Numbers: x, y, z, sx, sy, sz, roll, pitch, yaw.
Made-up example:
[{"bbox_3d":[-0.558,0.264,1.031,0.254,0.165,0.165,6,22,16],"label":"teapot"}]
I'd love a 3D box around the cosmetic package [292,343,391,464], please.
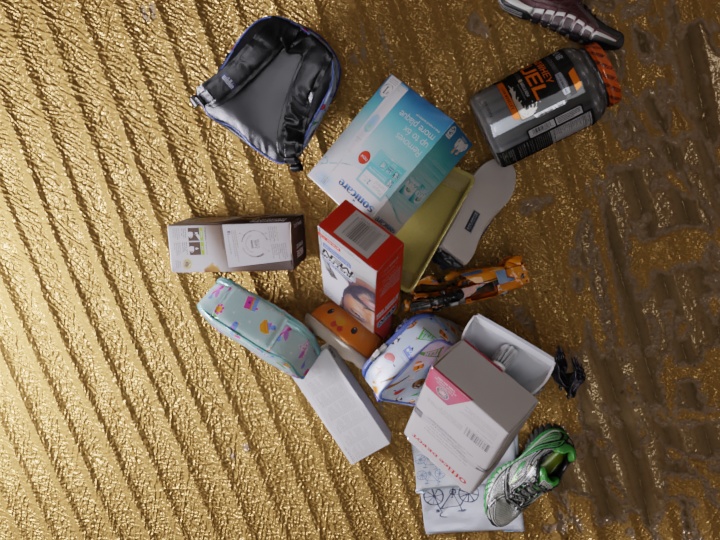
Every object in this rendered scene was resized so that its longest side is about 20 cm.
[{"bbox_3d":[-0.034,0.230,1.263,0.082,0.051,0.200,-31,97,10],"label":"cosmetic package"}]

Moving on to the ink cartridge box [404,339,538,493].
[{"bbox_3d":[0.160,0.224,1.101,0.146,0.083,0.200,39,143,21],"label":"ink cartridge box"}]

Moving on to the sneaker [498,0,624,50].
[{"bbox_3d":[0.314,-0.411,1.074,0.199,0.076,0.116,24,101,2],"label":"sneaker"}]

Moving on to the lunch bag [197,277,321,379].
[{"bbox_3d":[-0.163,0.095,1.185,0.200,0.160,0.077,30,77,17],"label":"lunch bag"}]

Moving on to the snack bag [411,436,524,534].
[{"bbox_3d":[0.190,0.379,1.285,0.188,0.021,0.201,-5,102,7],"label":"snack bag"}]

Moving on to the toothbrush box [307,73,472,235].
[{"bbox_3d":[0.043,-0.165,1.089,0.200,0.085,0.146,-49,58,8],"label":"toothbrush box"}]

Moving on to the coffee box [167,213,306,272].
[{"bbox_3d":[-0.198,-0.046,1.190,0.199,0.114,0.080,-1,102,7],"label":"coffee box"}]

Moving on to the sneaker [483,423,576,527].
[{"bbox_3d":[0.281,0.350,1.220,0.078,0.085,0.200,35,96,-11],"label":"sneaker"}]

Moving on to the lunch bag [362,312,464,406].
[{"bbox_3d":[0.098,0.150,1.163,0.160,0.200,0.076,-47,53,16],"label":"lunch bag"}]

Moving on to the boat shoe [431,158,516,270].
[{"bbox_3d":[0.171,-0.089,1.164,0.075,0.093,0.200,37,74,-9],"label":"boat shoe"}]

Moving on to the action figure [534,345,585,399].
[{"bbox_3d":[0.260,0.170,1.186,0.200,0.119,0.102,-20,57,43],"label":"action figure"}]

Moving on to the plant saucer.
[{"bbox_3d":[0.061,-0.091,1.141,0.200,0.048,0.200,32,95,31],"label":"plant saucer"}]

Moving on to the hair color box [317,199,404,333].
[{"bbox_3d":[0.000,0.000,1.059,0.111,0.200,0.064,38,69,19],"label":"hair color box"}]

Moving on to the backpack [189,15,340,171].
[{"bbox_3d":[-0.122,-0.284,1.112,0.200,0.154,0.191,34,112,-8],"label":"backpack"}]

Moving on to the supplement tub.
[{"bbox_3d":[0.275,-0.250,1.087,0.199,0.123,0.123,-26,98,11],"label":"supplement tub"}]

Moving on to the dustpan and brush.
[{"bbox_3d":[0.200,0.169,1.116,0.139,0.057,0.200,31,147,14],"label":"dustpan and brush"}]

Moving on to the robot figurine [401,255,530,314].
[{"bbox_3d":[0.161,0.024,1.157,0.199,0.145,0.058,-14,90,1],"label":"robot figurine"}]

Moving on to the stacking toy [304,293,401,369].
[{"bbox_3d":[0.016,0.051,1.198,0.146,0.146,0.200,37,86,-2],"label":"stacking toy"}]
